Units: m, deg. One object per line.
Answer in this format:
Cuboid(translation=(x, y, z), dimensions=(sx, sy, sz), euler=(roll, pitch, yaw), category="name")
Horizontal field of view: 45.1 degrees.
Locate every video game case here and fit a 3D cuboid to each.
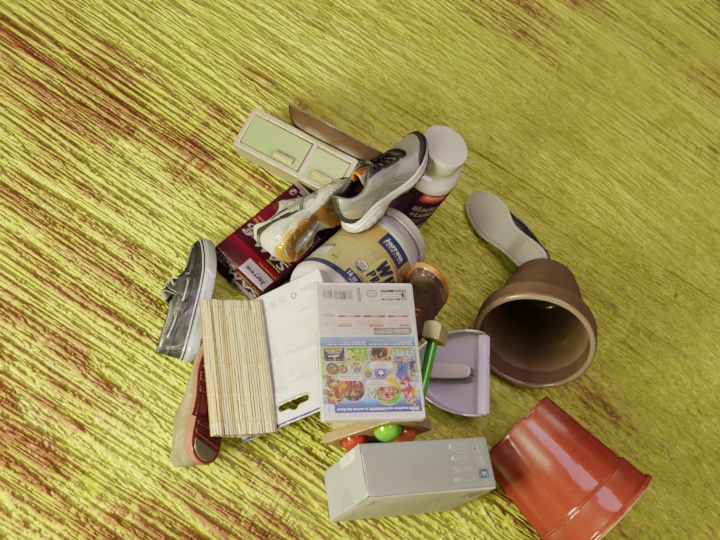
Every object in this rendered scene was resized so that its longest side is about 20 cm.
Cuboid(translation=(0.011, 0.111, 1.204), dimensions=(0.143, 0.018, 0.200), euler=(1, 64, -11), category="video game case")

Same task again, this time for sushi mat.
Cuboid(translation=(-0.174, 0.136, 1.227), dimensions=(0.096, 0.012, 0.200), euler=(1, 69, -28), category="sushi mat")

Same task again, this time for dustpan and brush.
Cuboid(translation=(0.107, 0.161, 1.396), dimensions=(0.200, 0.057, 0.140), euler=(0, 76, 9), category="dustpan and brush")

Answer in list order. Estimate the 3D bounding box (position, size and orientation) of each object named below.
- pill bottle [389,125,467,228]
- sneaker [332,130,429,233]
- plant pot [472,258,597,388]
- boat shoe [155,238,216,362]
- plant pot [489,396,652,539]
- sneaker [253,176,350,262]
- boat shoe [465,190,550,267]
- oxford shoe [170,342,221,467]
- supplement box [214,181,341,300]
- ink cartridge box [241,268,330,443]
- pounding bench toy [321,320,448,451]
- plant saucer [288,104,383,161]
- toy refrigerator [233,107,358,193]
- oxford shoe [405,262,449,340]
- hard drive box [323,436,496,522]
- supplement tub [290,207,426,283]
Cuboid(translation=(0.104, -0.158, 1.486), dimensions=(0.111, 0.200, 0.112), euler=(10, 60, -18), category="pill bottle")
Cuboid(translation=(0.034, -0.149, 1.353), dimensions=(0.200, 0.074, 0.079), euler=(-49, 130, -17), category="sneaker")
Cuboid(translation=(0.303, 0.072, 1.475), dimensions=(0.200, 0.200, 0.175), euler=(31, 37, -5), category="plant pot")
Cuboid(translation=(-0.263, 0.037, 1.302), dimensions=(0.071, 0.072, 0.200), euler=(15, 61, -20), category="boat shoe")
Cuboid(translation=(0.304, 0.314, 1.335), dimensions=(0.201, 0.201, 0.195), euler=(-34, 72, -33), category="plant pot")
Cuboid(translation=(-0.086, -0.098, 1.368), dimensions=(0.088, 0.076, 0.200), euler=(26, 50, 32), category="sneaker")
Cuboid(translation=(0.274, -0.069, 1.596), dimensions=(0.200, 0.074, 0.060), euler=(45, 13, 23), category="boat shoe")
Cuboid(translation=(-0.234, 0.182, 1.233), dimensions=(0.070, 0.075, 0.200), euler=(40, 44, -37), category="oxford shoe")
Cuboid(translation=(-0.136, -0.045, 1.408), dimensions=(0.109, 0.061, 0.200), euler=(43, 56, 5), category="supplement box")
Cuboid(translation=(-0.108, 0.126, 1.265), dimensions=(0.041, 0.199, 0.200), euler=(29, 40, -61), category="ink cartridge box")
Cuboid(translation=(0.048, 0.174, 1.267), dimensions=(0.124, 0.200, 0.156), euler=(31, 42, -58), category="pounding bench toy")
Cuboid(translation=(-0.040, -0.228, 1.498), dimensions=(0.200, 0.200, 0.032), euler=(26, 97, -9), category="plant saucer")
Cuboid(translation=(-0.108, -0.191, 1.461), dimensions=(0.200, 0.070, 0.076), euler=(28, 81, 4), category="toy refrigerator")
Cuboid(translation=(0.090, 0.063, 1.363), dimensions=(0.071, 0.200, 0.073), euler=(25, 56, 14), category="oxford shoe")
Cuboid(translation=(0.068, 0.302, 1.250), dimensions=(0.200, 0.156, 0.077), euler=(1, 63, -23), category="hard drive box")
Cuboid(translation=(0.000, 0.000, 1.391), dimensions=(0.144, 0.144, 0.200), euler=(45, 56, 4), category="supplement tub")
